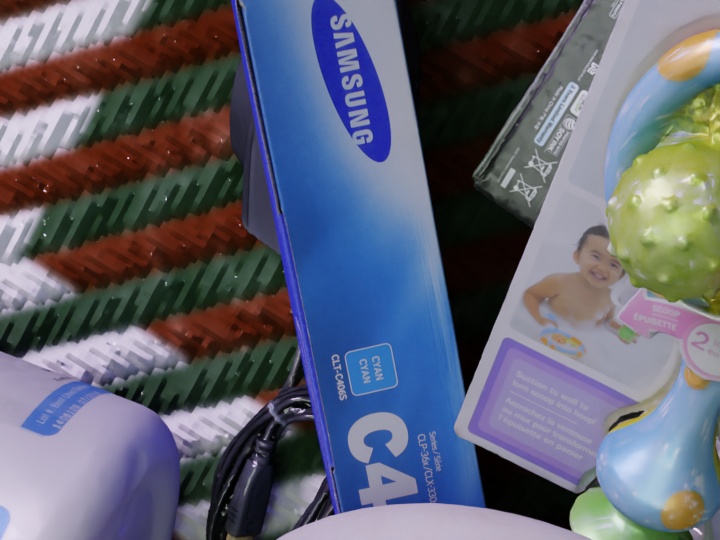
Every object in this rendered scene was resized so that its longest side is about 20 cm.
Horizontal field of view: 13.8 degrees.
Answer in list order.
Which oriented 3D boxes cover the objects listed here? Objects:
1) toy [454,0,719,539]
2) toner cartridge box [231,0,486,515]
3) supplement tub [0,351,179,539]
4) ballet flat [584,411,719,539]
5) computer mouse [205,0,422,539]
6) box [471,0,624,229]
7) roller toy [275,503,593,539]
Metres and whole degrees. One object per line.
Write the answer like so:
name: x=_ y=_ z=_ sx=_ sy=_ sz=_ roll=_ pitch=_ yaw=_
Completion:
toy: x=0.095 y=0.003 z=0.724 sx=0.115 sy=0.047 sz=0.201 roll=27 pitch=131 yaw=9
toner cartridge box: x=0.000 y=0.000 z=0.838 sx=0.043 sy=0.095 sz=0.201 roll=-12 pitch=111 yaw=-3
supplement tub: x=-0.167 y=0.072 z=0.903 sx=0.199 sy=0.132 sz=0.133 roll=20 pitch=104 yaw=12
ballet flat: x=0.140 y=0.081 z=0.819 sx=0.200 sy=0.072 sz=0.072 roll=40 pitch=109 yaw=37
computer mouse: x=-0.020 y=0.005 z=0.903 sx=0.058 sy=0.034 sz=0.201 roll=11 pitch=102 yaw=13
box: x=0.154 y=-0.066 z=0.815 sx=0.163 sy=0.086 sz=0.200 roll=33 pitch=106 yaw=8
roller toy: x=0.022 y=0.165 z=0.769 sx=0.182 sy=0.140 sz=0.201 roll=17 pitch=133 yaw=11
